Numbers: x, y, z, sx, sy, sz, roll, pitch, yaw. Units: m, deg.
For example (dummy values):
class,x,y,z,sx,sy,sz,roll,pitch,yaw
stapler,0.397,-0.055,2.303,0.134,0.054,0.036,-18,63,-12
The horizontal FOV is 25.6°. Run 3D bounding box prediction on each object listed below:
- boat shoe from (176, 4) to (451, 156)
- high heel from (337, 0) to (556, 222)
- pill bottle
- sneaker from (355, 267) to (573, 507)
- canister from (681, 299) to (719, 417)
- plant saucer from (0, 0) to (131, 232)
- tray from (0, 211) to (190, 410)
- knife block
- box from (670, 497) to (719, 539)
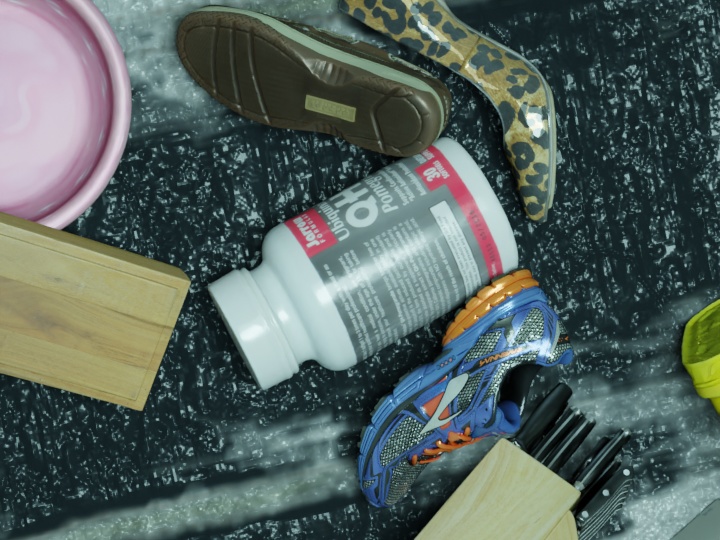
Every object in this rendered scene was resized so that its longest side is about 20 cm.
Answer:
class,x,y,z,sx,sy,sz,roll,pitch,yaw
boat shoe,-0.030,-0.136,1.113,0.201,0.075,0.075,25,122,12
high heel,0.065,-0.126,1.135,0.141,0.071,0.202,-9,92,2
pill bottle,0.000,0.000,1.094,0.199,0.111,0.111,-29,93,-8
sneaker,0.069,0.094,1.091,0.078,0.075,0.201,46,112,22
canister,0.313,0.119,1.122,0.086,0.149,0.201,-28,96,18
plant saucer,-0.257,-0.114,1.089,0.198,0.051,0.203,0,89,-9
tray,-0.223,0.020,1.061,0.199,0.037,0.099,18,99,-25
knife block,0.095,0.163,1.104,0.198,0.064,0.177,-4,57,-3
box,0.309,0.267,1.153,0.068,0.082,0.200,-39,93,-6
